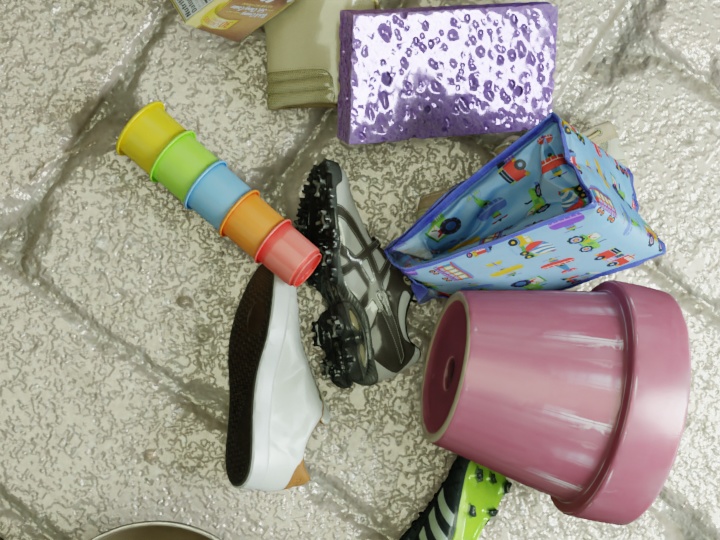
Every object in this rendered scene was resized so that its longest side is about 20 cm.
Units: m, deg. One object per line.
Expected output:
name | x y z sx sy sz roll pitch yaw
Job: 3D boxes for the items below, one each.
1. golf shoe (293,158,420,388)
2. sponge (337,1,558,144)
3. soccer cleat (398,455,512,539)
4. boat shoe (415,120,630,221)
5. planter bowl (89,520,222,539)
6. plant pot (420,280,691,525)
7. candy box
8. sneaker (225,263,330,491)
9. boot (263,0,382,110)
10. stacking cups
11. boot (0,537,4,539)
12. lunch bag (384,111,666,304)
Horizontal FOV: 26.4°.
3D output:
golf shoe | 0.000 0.000 1.348 0.094 0.078 0.201 -7 88 -26
sponge | 0.077 -0.172 1.326 0.199 0.030 0.112 -7 108 -23
soccer cleat | 0.075 0.222 1.342 0.067 0.081 0.201 37 66 -45
boat shoe | 0.139 -0.084 1.353 0.199 0.072 0.065 -15 84 -10
planter bowl | -0.169 0.302 1.289 0.199 0.135 0.201 0 89 -4
plant pot | 0.153 0.097 1.274 0.178 0.200 0.201 13 88 -11
candy box | -0.057 -0.270 1.255 0.200 0.115 0.055 -34 80 15
sneaker | -0.068 0.092 1.345 0.084 0.073 0.201 9 83 -32
boot | 0.006 -0.220 1.341 0.199 0.073 0.156 -7 88 3
stacking cups | -0.119 -0.062 1.321 0.200 0.061 0.061 40 87 8
boot | -0.384 0.304 1.306 0.200 0.075 0.074 -45 93 -3
lunch bag | 0.129 -0.022 1.285 0.200 0.150 0.094 -32 60 22
